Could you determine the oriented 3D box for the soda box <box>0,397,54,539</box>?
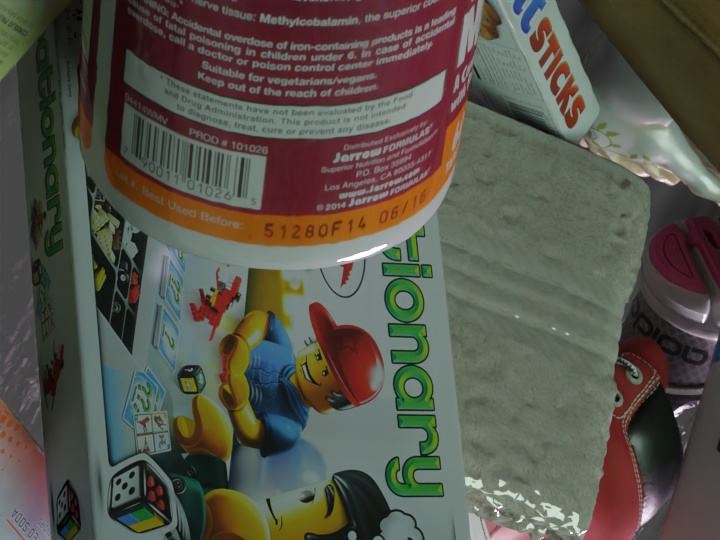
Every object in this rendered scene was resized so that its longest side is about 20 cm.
[{"bbox_3d":[-0.123,0.084,0.882,0.069,0.063,0.200,-54,142,-19],"label":"soda box"}]

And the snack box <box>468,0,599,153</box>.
[{"bbox_3d":[0.019,-0.107,0.932,0.024,0.072,0.200,-56,149,-16],"label":"snack box"}]

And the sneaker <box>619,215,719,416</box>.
[{"bbox_3d":[0.179,0.025,1.245,0.199,0.074,0.088,-3,133,-42],"label":"sneaker"}]

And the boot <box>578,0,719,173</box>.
[{"bbox_3d":[0.132,-0.099,0.912,0.066,0.200,0.175,-47,-175,-29],"label":"boot"}]

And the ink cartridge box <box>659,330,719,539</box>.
[{"bbox_3d":[0.204,0.055,1.137,0.146,0.083,0.201,26,78,-48],"label":"ink cartridge box"}]

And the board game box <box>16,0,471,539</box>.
[{"bbox_3d":[-0.036,0.001,0.882,0.126,0.201,0.035,2,165,-30],"label":"board game box"}]

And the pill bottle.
[{"bbox_3d":[-0.016,-0.107,0.776,0.109,0.110,0.201,-20,137,-30],"label":"pill bottle"}]

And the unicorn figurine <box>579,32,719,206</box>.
[{"bbox_3d":[0.118,-0.083,1.031,0.074,0.137,0.200,-60,177,-40],"label":"unicorn figurine"}]

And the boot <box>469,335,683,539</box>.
[{"bbox_3d":[0.050,0.052,1.056,0.145,0.072,0.200,-55,138,-24],"label":"boot"}]

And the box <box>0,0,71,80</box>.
[{"bbox_3d":[-0.116,-0.096,0.828,0.200,0.050,0.075,-48,145,8],"label":"box"}]

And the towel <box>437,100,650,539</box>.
[{"bbox_3d":[0.000,0.000,0.946,0.199,0.133,0.034,22,158,-23],"label":"towel"}]
